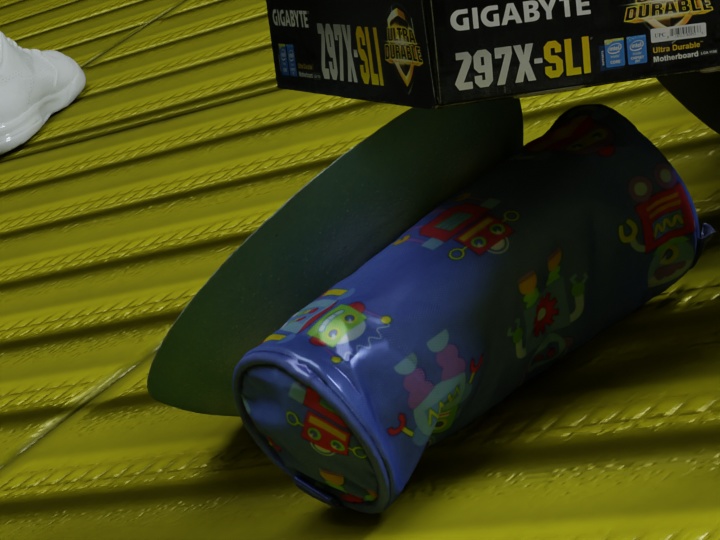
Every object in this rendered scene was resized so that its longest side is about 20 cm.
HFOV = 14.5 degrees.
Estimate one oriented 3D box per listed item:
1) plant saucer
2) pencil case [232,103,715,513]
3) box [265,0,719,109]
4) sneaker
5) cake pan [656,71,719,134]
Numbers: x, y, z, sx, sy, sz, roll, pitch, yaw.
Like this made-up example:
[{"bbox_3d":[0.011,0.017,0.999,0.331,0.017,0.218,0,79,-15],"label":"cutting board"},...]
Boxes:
[{"bbox_3d":[0.000,0.000,1.169,0.200,0.036,0.200,-38,-13,-11],"label":"plant saucer"},{"bbox_3d":[0.044,0.016,1.085,0.200,0.087,0.078,-36,43,-30],"label":"pencil case"},{"bbox_3d":[0.066,-0.098,1.086,0.159,0.049,0.200,-11,9,-16],"label":"box"},{"bbox_3d":[-0.278,-0.158,2.245,0.075,0.089,0.200,-24,14,15],"label":"sneaker"},{"bbox_3d":[0.142,-0.129,1.187,0.037,0.200,0.200,-35,16,-12],"label":"cake pan"}]
